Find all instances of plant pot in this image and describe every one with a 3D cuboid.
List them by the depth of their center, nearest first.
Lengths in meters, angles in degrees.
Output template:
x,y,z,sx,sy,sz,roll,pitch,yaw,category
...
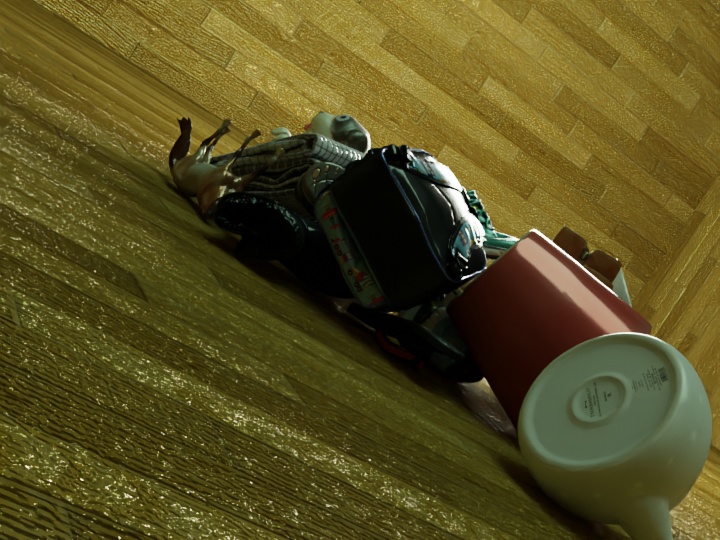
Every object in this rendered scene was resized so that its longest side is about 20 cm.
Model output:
x,y,z,sx,sy,sz,roll,pitch,yaw,category
0.206,0.064,1.360,0.178,0.200,0.200,48,7,6,plant pot

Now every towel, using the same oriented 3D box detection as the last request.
x,y,z,sx,sy,sz,roll,pitch,yaw,category
-0.095,-0.115,1.570,0.198,0.087,0.165,-9,-11,30,towel

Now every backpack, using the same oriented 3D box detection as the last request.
x,y,z,sx,sy,sz,roll,pitch,yaw,category
0.060,-0.049,1.361,0.184,0.134,0.200,62,22,6,backpack

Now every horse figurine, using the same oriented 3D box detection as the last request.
x,y,z,sx,sy,sz,roll,pitch,yaw,category
-0.185,-0.129,1.466,0.199,0.133,0.050,27,-20,45,horse figurine

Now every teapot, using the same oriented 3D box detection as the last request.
x,y,z,sx,sy,sz,roll,pitch,yaw,category
0.254,0.167,1.131,0.196,0.201,0.147,13,-34,49,teapot

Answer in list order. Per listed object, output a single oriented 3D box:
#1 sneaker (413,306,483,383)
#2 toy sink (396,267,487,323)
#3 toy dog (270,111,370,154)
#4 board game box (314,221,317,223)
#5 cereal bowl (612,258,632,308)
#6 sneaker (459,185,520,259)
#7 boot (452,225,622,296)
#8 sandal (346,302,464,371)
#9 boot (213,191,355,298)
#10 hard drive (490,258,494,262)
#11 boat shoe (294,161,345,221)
x,y,z,sx,sy,sz,roll,pitch,yaw,category
0.121,0.107,1.464,0.090,0.078,0.200,55,16,18,sneaker
0.128,0.047,1.612,0.111,0.131,0.200,33,5,1,toy sink
-0.064,-0.143,1.763,0.193,0.201,0.140,33,6,-2,toy dog
-0.002,-0.046,1.659,0.134,0.029,0.199,10,-3,-37,board game box
0.325,0.090,1.562,0.200,0.082,0.203,-13,90,-81,cereal bowl
0.136,-0.069,1.558,0.198,0.080,0.077,27,7,21,sneaker
0.217,0.009,1.480,0.199,0.156,0.077,31,1,16,boot
0.047,0.082,1.335,0.075,0.045,0.199,36,-11,-34,sandal
-0.070,-0.025,1.344,0.199,0.077,0.168,31,4,-1,boot
0.243,0.052,1.654,0.201,0.025,0.132,61,6,35,hard drive
0.002,-0.064,1.459,0.199,0.075,0.073,39,-21,-20,boat shoe
